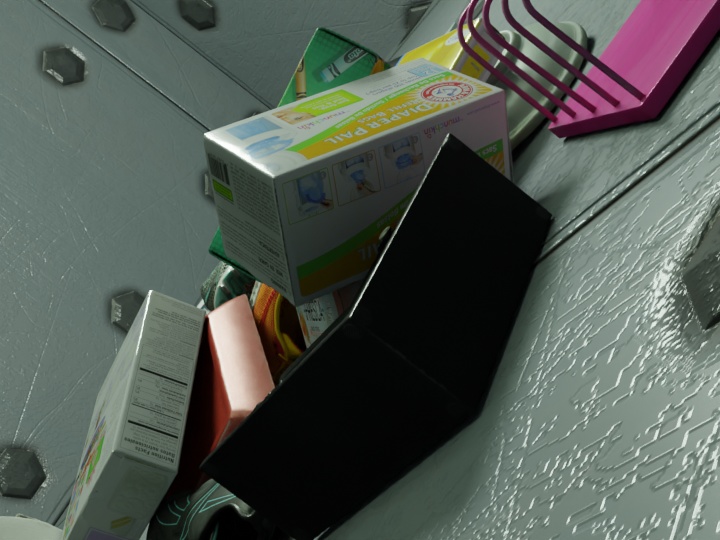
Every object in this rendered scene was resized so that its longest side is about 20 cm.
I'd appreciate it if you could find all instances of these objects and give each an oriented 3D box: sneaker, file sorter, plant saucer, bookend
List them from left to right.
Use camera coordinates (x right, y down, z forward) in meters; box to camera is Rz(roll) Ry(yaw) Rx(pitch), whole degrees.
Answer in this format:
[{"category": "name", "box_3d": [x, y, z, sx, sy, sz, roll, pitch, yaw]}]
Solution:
[{"category": "plant saucer", "box_3d": [-0.139, 0.146, 1.118, 0.201, 0.037, 0.200, -63, 25, 22]}, {"category": "sneaker", "box_3d": [-0.119, 0.204, 0.989, 0.200, 0.075, 0.079, -48, 12, 35]}, {"category": "sneaker", "box_3d": [-0.084, -0.028, 1.250, 0.200, 0.078, 0.091, -45, 22, -22]}, {"category": "sneaker", "box_3d": [-0.078, 0.084, 1.161, 0.077, 0.073, 0.201, 38, 121, 52]}, {"category": "bookend", "box_3d": [0.012, 0.046, 0.851, 0.199, 0.092, 0.200, -46, 10, 43]}, {"category": "plant saucer", "box_3d": [0.116, -0.165, 1.172, 0.200, 0.050, 0.200, -42, 19, 18]}, {"category": "file sorter", "box_3d": [0.161, -0.190, 0.888, 0.139, 0.125, 0.200, -54, 8, -3]}]

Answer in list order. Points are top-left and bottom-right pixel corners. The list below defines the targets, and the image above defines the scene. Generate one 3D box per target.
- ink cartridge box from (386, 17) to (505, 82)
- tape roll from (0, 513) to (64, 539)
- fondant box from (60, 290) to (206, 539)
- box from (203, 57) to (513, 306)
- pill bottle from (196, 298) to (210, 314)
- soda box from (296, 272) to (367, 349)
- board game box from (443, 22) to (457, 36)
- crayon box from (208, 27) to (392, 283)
[{"category": "ink cartridge box", "box_3d": [0.023, -0.117, 1.150, 0.197, 0.047, 0.201, -10, 44, 59]}, {"category": "tape roll", "box_3d": [-0.261, 0.285, 1.009, 0.037, 0.202, 0.203, -49, 9, 25]}, {"category": "fondant box", "box_3d": [-0.194, 0.136, 1.099, 0.145, 0.058, 0.200, -58, 17, 34]}, {"category": "box", "box_3d": [0.003, -0.071, 0.946, 0.199, 0.102, 0.112, -23, 32, -25]}, {"category": "pill bottle", "box_3d": [-0.158, 0.092, 1.529, 0.200, 0.119, 0.120, -53, 8, -2]}, {"category": "soda box", "box_3d": [-0.004, 0.031, 1.022, 0.068, 0.064, 0.200, -15, 1, -12]}, {"category": "board game box", "box_3d": [0.047, -0.145, 1.346, 0.200, 0.064, 0.147, -59, 11, -28]}, {"category": "crayon box", "box_3d": [-0.042, -0.090, 1.056, 0.201, 0.058, 0.119, -63, -10, 5]}]
